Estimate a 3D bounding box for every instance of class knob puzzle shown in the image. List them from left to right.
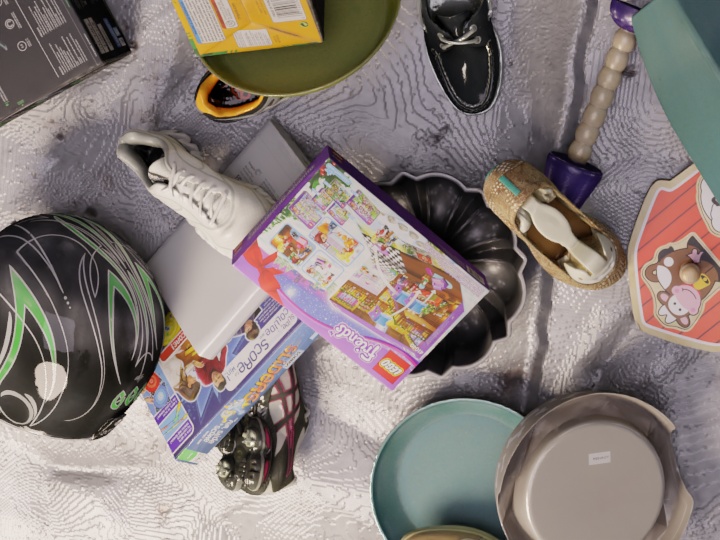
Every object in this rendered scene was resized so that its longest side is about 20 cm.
[{"bbox_3d":[0.341,-0.006,1.492,0.218,0.030,0.222,2,104,9],"label":"knob puzzle"}]

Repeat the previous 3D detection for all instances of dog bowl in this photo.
[{"bbox_3d":[0.220,0.209,1.519,0.198,0.059,0.202,-2,101,-13],"label":"dog bowl"}]

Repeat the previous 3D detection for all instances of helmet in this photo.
[{"bbox_3d":[-0.286,0.046,1.526,0.199,0.200,0.192,21,108,4],"label":"helmet"}]

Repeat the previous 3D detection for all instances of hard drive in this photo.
[{"bbox_3d":[-0.116,-0.031,1.524,0.200,0.027,0.132,-48,53,15],"label":"hard drive"}]

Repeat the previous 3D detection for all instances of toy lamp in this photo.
[{"bbox_3d":[0.221,-0.148,1.464,0.058,0.058,0.201,23,106,3],"label":"toy lamp"}]

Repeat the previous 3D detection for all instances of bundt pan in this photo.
[{"bbox_3d":[0.064,-0.003,1.513,0.200,0.076,0.204,2,104,9],"label":"bundt pan"}]

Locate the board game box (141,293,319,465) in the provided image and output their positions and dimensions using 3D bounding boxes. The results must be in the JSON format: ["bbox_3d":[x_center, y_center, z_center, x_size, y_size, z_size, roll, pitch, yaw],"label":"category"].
[{"bbox_3d":[-0.136,0.073,1.546,0.200,0.034,0.136,-46,54,17],"label":"board game box"}]

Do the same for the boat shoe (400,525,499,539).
[{"bbox_3d":[0.130,0.305,1.547,0.198,0.063,0.074,13,106,6],"label":"boat shoe"}]

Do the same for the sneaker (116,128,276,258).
[{"bbox_3d":[-0.155,-0.073,1.491,0.199,0.081,0.075,35,96,28],"label":"sneaker"}]

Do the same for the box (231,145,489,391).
[{"bbox_3d":[0.000,0.000,1.440,0.200,0.039,0.137,39,106,-18],"label":"box"}]

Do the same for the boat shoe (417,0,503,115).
[{"bbox_3d":[0.086,-0.240,1.461,0.075,0.060,0.202,-13,101,12],"label":"boat shoe"}]

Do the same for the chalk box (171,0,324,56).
[{"bbox_3d":[-0.101,-0.313,1.414,0.123,0.125,0.201,-6,60,10],"label":"chalk box"}]

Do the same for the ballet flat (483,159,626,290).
[{"bbox_3d":[0.188,-0.028,1.446,0.199,0.065,0.071,33,101,-34],"label":"ballet flat"}]

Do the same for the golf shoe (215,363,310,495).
[{"bbox_3d":[-0.093,0.124,1.578,0.077,0.088,0.202,5,84,40],"label":"golf shoe"}]

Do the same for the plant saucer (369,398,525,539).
[{"bbox_3d":[0.109,0.219,1.581,0.198,0.036,0.202,2,104,8],"label":"plant saucer"}]

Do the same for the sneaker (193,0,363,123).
[{"bbox_3d":[-0.073,-0.195,1.490,0.199,0.077,0.079,-31,95,13],"label":"sneaker"}]

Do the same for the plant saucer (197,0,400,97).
[{"bbox_3d":[-0.057,-0.236,1.450,0.198,0.031,0.201,-6,60,11],"label":"plant saucer"}]

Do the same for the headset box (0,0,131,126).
[{"bbox_3d":[-0.355,-0.235,1.517,0.199,0.093,0.175,-27,98,15],"label":"headset box"}]

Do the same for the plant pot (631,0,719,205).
[{"bbox_3d":[0.339,-0.176,1.376,0.141,0.141,0.200,-38,91,-14],"label":"plant pot"}]
